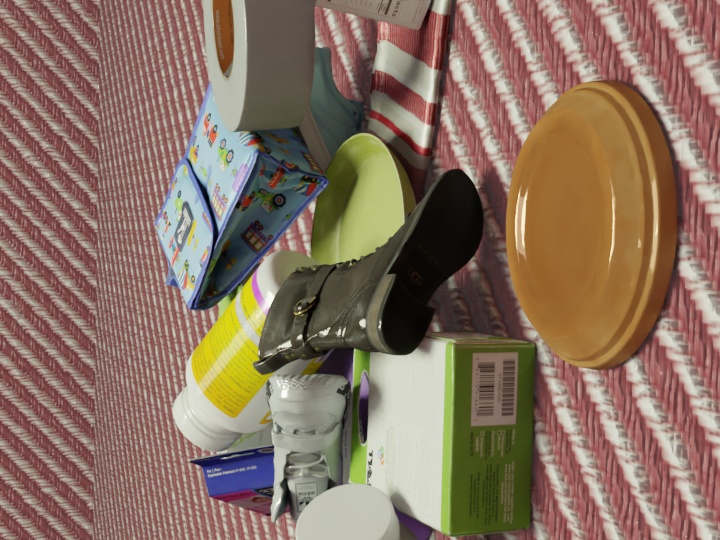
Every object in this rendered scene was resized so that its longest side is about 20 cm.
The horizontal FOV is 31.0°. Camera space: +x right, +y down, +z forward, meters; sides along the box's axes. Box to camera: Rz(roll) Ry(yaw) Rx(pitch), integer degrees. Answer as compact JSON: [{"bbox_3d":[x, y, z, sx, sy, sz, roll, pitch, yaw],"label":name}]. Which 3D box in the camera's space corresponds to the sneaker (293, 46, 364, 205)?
[{"bbox_3d":[-0.024,-0.139,1.353,0.074,0.081,0.202,-158,47,-76],"label":"sneaker"}]

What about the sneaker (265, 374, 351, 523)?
[{"bbox_3d":[-0.044,0.161,1.149,0.200,0.074,0.117,90,179,-72],"label":"sneaker"}]

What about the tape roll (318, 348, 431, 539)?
[{"bbox_3d":[0.010,0.174,1.251,0.200,0.065,0.203,180,90,-71],"label":"tape roll"}]

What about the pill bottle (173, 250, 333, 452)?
[{"bbox_3d":[-0.099,0.083,1.239,0.200,0.103,0.105,-50,39,28],"label":"pill bottle"}]

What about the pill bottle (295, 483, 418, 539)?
[{"bbox_3d":[0.011,0.279,1.087,0.109,0.108,0.202,-122,12,-55],"label":"pill bottle"}]

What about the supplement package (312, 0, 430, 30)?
[{"bbox_3d":[0.004,-0.342,1.193,0.157,0.110,0.201,-68,28,28],"label":"supplement package"}]

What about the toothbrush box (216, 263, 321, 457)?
[{"bbox_3d":[-0.076,0.100,1.374,0.086,0.144,0.203,-133,48,-61],"label":"toothbrush box"}]

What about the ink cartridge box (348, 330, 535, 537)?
[{"bbox_3d":[0.061,0.123,1.081,0.200,0.075,0.150,-173,84,-67],"label":"ink cartridge box"}]

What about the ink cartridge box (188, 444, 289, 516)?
[{"bbox_3d":[-0.094,0.219,1.345,0.200,0.093,0.038,45,-145,-62],"label":"ink cartridge box"}]

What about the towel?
[{"bbox_3d":[0.041,-0.177,1.237,0.144,0.022,0.203,-134,48,-61],"label":"towel"}]

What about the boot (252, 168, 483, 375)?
[{"bbox_3d":[0.000,0.000,1.094,0.173,0.069,0.201,-7,43,48],"label":"boot"}]

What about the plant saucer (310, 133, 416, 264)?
[{"bbox_3d":[0.006,-0.028,1.238,0.199,0.031,0.203,-14,74,62],"label":"plant saucer"}]

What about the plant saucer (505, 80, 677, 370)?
[{"bbox_3d":[0.152,-0.032,0.910,0.200,0.037,0.203,-179,90,-70],"label":"plant saucer"}]

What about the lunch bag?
[{"bbox_3d":[-0.141,-0.064,1.326,0.201,0.093,0.151,-56,40,19],"label":"lunch bag"}]

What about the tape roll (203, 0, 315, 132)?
[{"bbox_3d":[-0.097,-0.232,1.206,0.200,0.065,0.203,175,90,-74],"label":"tape roll"}]
